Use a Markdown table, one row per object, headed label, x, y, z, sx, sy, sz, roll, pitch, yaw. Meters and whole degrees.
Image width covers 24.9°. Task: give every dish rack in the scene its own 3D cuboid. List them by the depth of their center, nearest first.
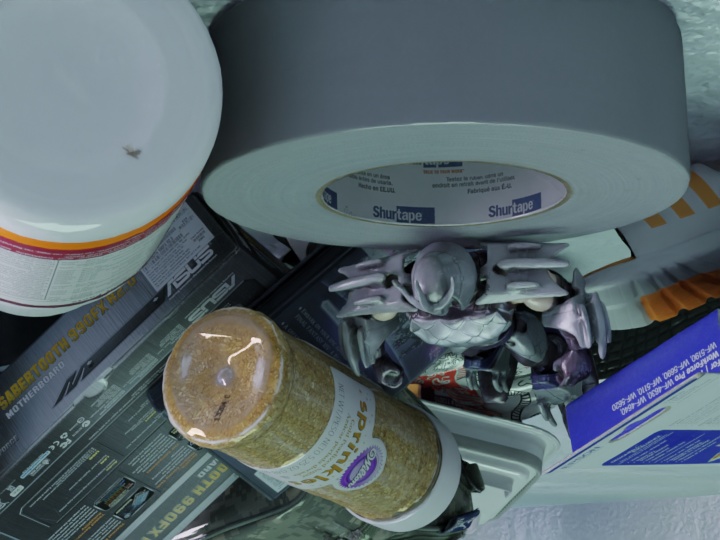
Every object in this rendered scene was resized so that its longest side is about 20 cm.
| label | x | y | z | sx | sy | sz | roll | pitch | yaw |
| --- | --- | --- | --- | --- | --- | --- | --- | --- | --- |
| dish rack | 0.027 | 0.137 | 1.159 | 0.200 | 0.044 | 0.172 | 15 | 155 | -5 |

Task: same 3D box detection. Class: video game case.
| label | x | y | z | sx | sy | sz | roll | pitch | yaw |
| --- | --- | --- | --- | --- | --- | --- | --- | --- | --- |
| video game case | -0.002 | 0.031 | 0.855 | 0.200 | 0.019 | 0.143 | -41 | 147 | -1 |

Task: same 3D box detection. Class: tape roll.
| label | x | y | z | sx | sy | sz | roll | pitch | yaw |
| --- | --- | --- | --- | --- | --- | --- | --- | --- | --- |
| tape roll | 0.034 | -0.061 | 0.677 | 0.200 | 0.066 | 0.200 | -1 | 168 | 0 |

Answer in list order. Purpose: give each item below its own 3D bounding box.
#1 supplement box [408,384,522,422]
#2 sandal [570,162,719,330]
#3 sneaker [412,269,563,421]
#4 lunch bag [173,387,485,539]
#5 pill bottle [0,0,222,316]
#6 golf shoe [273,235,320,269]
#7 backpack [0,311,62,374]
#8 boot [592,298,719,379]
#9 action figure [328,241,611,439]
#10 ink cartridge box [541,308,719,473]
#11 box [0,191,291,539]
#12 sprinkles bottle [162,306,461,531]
| label | x | y | z | sx | sy | sz | roll | pitch | yaw |
| --- | --- | --- | --- | --- | --- | --- | --- | --- | --- |
| supplement box | 0.009 | 0.086 | 1.261 | 0.200 | 0.103 | 0.131 | -11 | 163 | 39 |
| sandal | 0.197 | -0.029 | 0.862 | 0.206 | 0.059 | 0.079 | -21 | 157 | -2 |
| sneaker | 0.050 | 0.064 | 1.115 | 0.201 | 0.067 | 0.108 | -9 | 134 | 6 |
| lunch bag | -0.045 | 0.138 | 1.031 | 0.200 | 0.140 | 0.168 | -25 | 142 | 29 |
| pill bottle | -0.123 | -0.044 | 0.648 | 0.109 | 0.110 | 0.200 | 3 | 168 | -14 |
| golf shoe | 0.000 | 0.000 | 0.971 | 0.092 | 0.073 | 0.200 | 13 | 162 | 9 |
| backpack | -0.190 | 0.045 | 0.941 | 0.177 | 0.151 | 0.200 | -13 | 151 | 26 |
| boot | 0.196 | 0.052 | 1.211 | 0.200 | 0.070 | 0.132 | 4 | 175 | 7 |
| action figure | 0.064 | 0.031 | 0.796 | 0.130 | 0.069 | 0.200 | 6 | 167 | 24 |
| ink cartridge box | 0.175 | 0.060 | 0.789 | 0.200 | 0.039 | 0.099 | 5 | 145 | -47 |
| box | -0.109 | 0.070 | 0.854 | 0.200 | 0.048 | 0.158 | -43 | 147 | 3 |
| sprinkles bottle | -0.019 | 0.079 | 0.817 | 0.068 | 0.068 | 0.200 | -7 | 158 | 27 |
